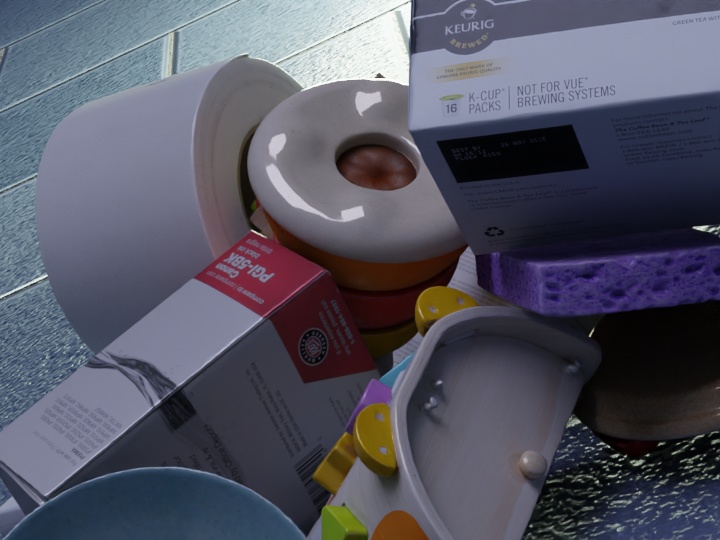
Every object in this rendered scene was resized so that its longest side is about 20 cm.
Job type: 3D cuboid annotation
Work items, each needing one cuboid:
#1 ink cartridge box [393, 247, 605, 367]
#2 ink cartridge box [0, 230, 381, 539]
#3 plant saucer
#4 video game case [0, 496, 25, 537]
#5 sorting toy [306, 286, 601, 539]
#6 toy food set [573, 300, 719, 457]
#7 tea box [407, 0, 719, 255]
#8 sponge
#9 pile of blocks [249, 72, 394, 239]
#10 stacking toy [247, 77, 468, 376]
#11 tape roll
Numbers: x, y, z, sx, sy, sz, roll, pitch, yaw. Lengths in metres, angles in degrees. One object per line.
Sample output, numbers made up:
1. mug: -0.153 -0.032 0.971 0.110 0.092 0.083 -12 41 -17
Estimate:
1. ink cartridge box: 0.065 0.055 1.354 0.200 0.050 0.161 -50 25 -8
2. ink cartridge box: -0.087 0.099 1.218 0.200 0.147 0.083 -39 37 -19
3. plant saucer: -0.104 0.197 1.084 0.200 0.039 0.202 -4 64 9
4. video game case: -0.116 0.102 1.416 0.181 0.023 0.200 -17 12 25
5. sorting toy: 0.016 0.121 1.140 0.180 0.107 0.200 -49 7 40
6. toy food set: 0.208 0.038 1.191 0.200 0.049 0.198 -22 21 14
7. tea box: 0.137 -0.132 1.140 0.199 0.134 0.197 -5 61 16
8. sponge: 0.131 -0.003 1.177 0.111 0.030 0.200 -7 6 -6
9. pile of blocks: -0.025 -0.071 1.479 0.200 0.062 0.082 -44 -7 -45
10. stacking toy: 0.000 0.000 1.296 0.146 0.200 0.146 5 45 -5
11. tape roll: -0.110 -0.036 1.534 0.139 0.203 0.203 -13 24 30
